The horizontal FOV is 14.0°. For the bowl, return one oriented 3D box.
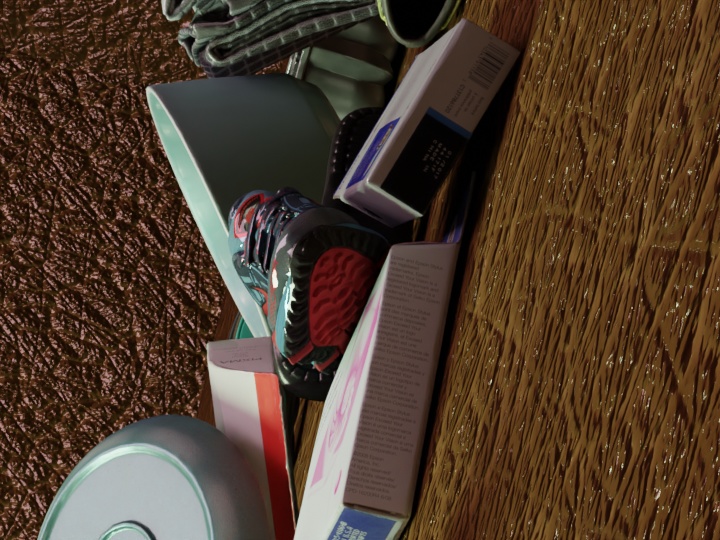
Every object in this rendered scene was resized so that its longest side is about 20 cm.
[{"bbox_3d":[-0.054,-0.051,1.937,0.201,0.105,0.201,155,90,-84],"label":"bowl"}]

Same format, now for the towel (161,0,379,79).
[{"bbox_3d":[-0.032,-0.192,1.955,0.166,0.200,0.086,-134,20,-83],"label":"towel"}]

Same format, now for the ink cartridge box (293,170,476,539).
[{"bbox_3d":[0.006,0.072,1.523,0.196,0.043,0.200,113,170,-61],"label":"ink cartridge box"}]

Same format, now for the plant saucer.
[{"bbox_3d":[-0.133,0.181,1.720,0.200,0.027,0.201,-15,67,41],"label":"plant saucer"}]

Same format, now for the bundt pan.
[{"bbox_3d":[-0.016,-0.152,2.256,0.202,0.076,0.202,-164,90,-86],"label":"bundt pan"}]

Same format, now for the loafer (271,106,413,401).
[{"bbox_3d":[0.000,0.000,1.713,0.071,0.073,0.200,89,-163,-56],"label":"loafer"}]

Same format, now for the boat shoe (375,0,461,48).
[{"bbox_3d":[0.050,-0.236,1.811,0.061,0.072,0.202,-92,10,-61],"label":"boat shoe"}]

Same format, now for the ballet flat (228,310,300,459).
[{"bbox_3d":[-0.075,0.091,2.253,0.073,0.073,0.200,111,170,-52],"label":"ballet flat"}]

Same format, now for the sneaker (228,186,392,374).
[{"bbox_3d":[-0.039,-0.001,1.549,0.079,0.095,0.200,-47,-10,-7],"label":"sneaker"}]

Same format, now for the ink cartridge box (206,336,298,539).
[{"bbox_3d":[-0.060,0.134,1.737,0.200,0.050,0.161,-95,-2,-81],"label":"ink cartridge box"}]

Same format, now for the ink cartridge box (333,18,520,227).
[{"bbox_3d":[0.032,-0.074,1.547,0.100,0.039,0.200,-60,5,-3],"label":"ink cartridge box"}]
